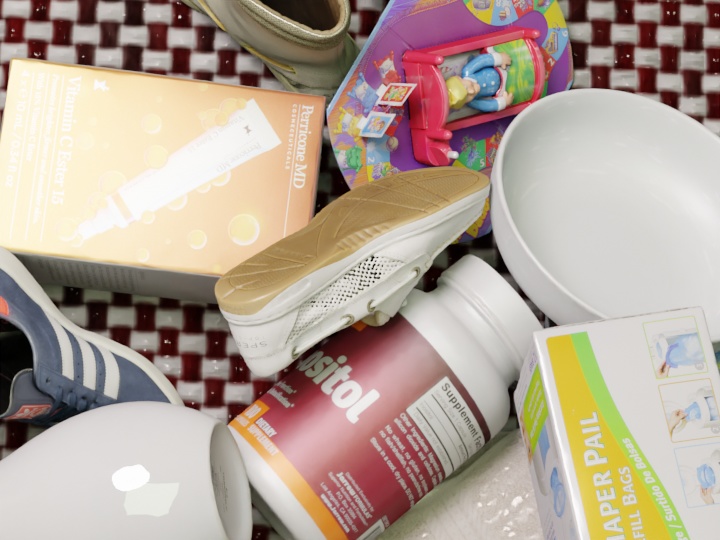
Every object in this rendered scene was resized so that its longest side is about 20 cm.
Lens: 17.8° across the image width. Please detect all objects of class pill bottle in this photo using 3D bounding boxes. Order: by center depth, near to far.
[{"bbox_3d":[0.018,0.085,1.427,0.200,0.113,0.113,-40,84,-10],"label":"pill bottle"}]

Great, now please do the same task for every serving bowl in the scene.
[{"bbox_3d":[0.168,-0.019,1.456,0.199,0.066,0.201,12,49,-14],"label":"serving bowl"}]

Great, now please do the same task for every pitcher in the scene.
[{"bbox_3d":[-0.167,0.168,1.337,0.199,0.121,0.172,-13,63,11],"label":"pitcher"}]

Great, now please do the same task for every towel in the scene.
[{"bbox_3d":[0.092,0.190,1.401,0.132,0.035,0.200,-33,48,-6],"label":"towel"}]

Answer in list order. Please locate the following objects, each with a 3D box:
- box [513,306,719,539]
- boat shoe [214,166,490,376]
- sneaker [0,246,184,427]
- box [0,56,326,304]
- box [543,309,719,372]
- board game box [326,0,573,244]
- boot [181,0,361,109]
[{"bbox_3d":[0.160,0.137,1.310,0.101,0.113,0.201,-8,68,-6],"label":"box"},{"bbox_3d":[0.000,0.000,1.387,0.200,0.071,0.070,-29,119,-29],"label":"boat shoe"},{"bbox_3d":[-0.189,0.073,1.399,0.200,0.075,0.085,39,34,-22],"label":"sneaker"},{"bbox_3d":[-0.127,-0.052,1.452,0.199,0.097,0.125,6,79,-3],"label":"box"},{"bbox_3d":[0.219,0.085,1.444,0.199,0.040,0.137,0,46,-3],"label":"box"},{"bbox_3d":[0.072,-0.112,1.461,0.158,0.039,0.200,38,76,-34],"label":"board game box"},{"bbox_3d":[-0.075,-0.195,1.451,0.072,0.155,0.200,-43,79,-6],"label":"boot"}]
